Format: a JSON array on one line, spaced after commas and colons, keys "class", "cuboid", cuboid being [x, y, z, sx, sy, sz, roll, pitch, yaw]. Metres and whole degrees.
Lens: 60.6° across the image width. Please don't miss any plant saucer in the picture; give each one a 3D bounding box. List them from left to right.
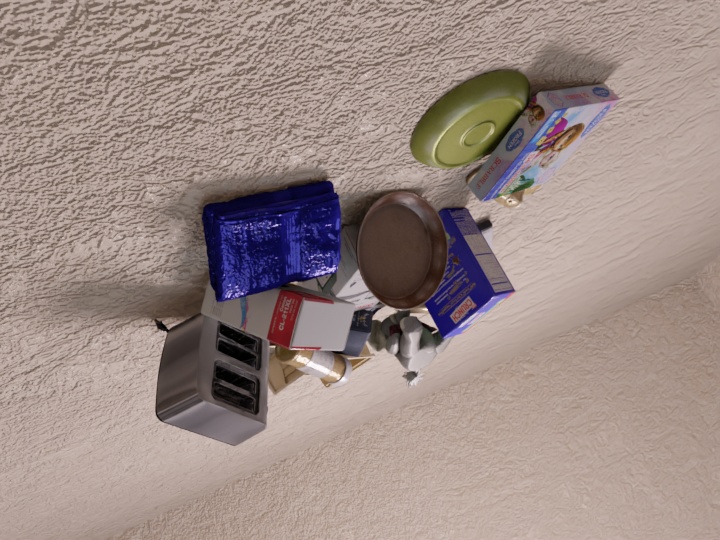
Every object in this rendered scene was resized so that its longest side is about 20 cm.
[{"class": "plant saucer", "cuboid": [0.067, -0.034, 1.048, 0.200, 0.201, 0.034, -10, -174, -35]}, {"class": "plant saucer", "cuboid": [0.171, -0.214, 0.924, 0.200, 0.031, 0.200, -22, 159, -9]}]

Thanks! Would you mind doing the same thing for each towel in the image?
[{"class": "towel", "cuboid": [-0.118, -0.040, 0.879, 0.200, 0.050, 0.148, -15, 116, -27]}]

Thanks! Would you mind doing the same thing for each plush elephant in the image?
[{"class": "plush elephant", "cuboid": [0.103, 0.132, 1.331, 0.164, 0.155, 0.200, -8, 132, -31]}]

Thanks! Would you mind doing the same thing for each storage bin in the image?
[{"class": "storage bin", "cuboid": [-0.108, 0.225, 1.534, 0.198, 0.094, 0.200, -38, 156, 28]}]

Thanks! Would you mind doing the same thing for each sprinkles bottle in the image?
[{"class": "sprinkles bottle", "cuboid": [-0.096, 0.190, 1.314, 0.068, 0.068, 0.200, -32, 143, 17]}]

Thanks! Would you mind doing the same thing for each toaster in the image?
[{"class": "toaster", "cuboid": [-0.249, 0.178, 1.050, 0.119, 0.181, 0.200, -29, 136, 28]}]

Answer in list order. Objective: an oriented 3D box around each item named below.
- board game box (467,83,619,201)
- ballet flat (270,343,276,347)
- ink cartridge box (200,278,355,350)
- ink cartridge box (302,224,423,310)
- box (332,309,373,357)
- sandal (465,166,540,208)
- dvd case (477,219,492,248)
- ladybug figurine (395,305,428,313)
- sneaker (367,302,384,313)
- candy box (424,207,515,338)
[{"class": "board game box", "cuboid": [0.298, -0.208, 1.005, 0.199, 0.041, 0.200, -20, 155, -38]}, {"class": "ballet flat", "cuboid": [-0.213, 0.127, 1.257, 0.072, 0.068, 0.200, -11, 167, 17]}, {"class": "ink cartridge box", "cuboid": [-0.134, 0.062, 0.997, 0.146, 0.200, 0.083, 11, 94, -57]}, {"class": "ink cartridge box", "cuboid": [0.000, 0.000, 1.150, 0.146, 0.084, 0.200, -11, 154, -35]}, {"class": "box", "cuboid": [-0.065, 0.126, 1.305, 0.157, 0.051, 0.200, 9, 157, -5]}, {"class": "sandal", "cuboid": [0.286, -0.149, 1.144, 0.211, 0.070, 0.078, -2, 149, -45]}, {"class": "dvd case", "cuboid": [0.230, -0.039, 1.397, 0.150, 0.025, 0.200, -26, 158, 3]}, {"class": "ladybug figurine", "cuboid": [0.164, 0.067, 1.466, 0.200, 0.072, 0.136, 4, 175, -36]}, {"class": "sneaker", "cuboid": [-0.021, 0.079, 1.329, 0.108, 0.070, 0.200, -39, 158, 27]}, {"class": "candy box", "cuboid": [0.184, 0.005, 1.208, 0.077, 0.200, 0.169, -8, 153, -38]}]
